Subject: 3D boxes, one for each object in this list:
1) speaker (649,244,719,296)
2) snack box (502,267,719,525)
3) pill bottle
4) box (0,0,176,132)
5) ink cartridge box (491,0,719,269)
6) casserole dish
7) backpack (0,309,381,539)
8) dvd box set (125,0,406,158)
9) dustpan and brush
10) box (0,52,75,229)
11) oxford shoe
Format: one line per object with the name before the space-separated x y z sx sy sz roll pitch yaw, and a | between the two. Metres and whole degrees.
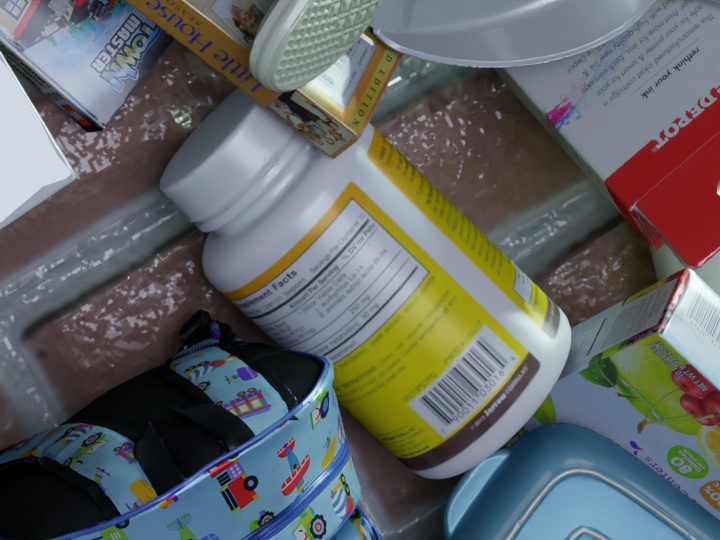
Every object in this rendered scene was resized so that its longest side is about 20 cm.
speaker | 0.184 -0.025 1.499 0.081 0.081 0.201 -15 96 -19
snack box | 0.177 0.101 1.465 0.200 0.142 0.053 42 50 -15
pill bottle | 0.000 0.000 1.417 0.200 0.109 0.109 44 77 -15
box | -0.106 -0.178 1.413 0.110 0.035 0.200 41 78 -15
ink cartridge box | 0.142 -0.096 1.410 0.116 0.067 0.200 -39 67 1
casserole dish | 0.129 0.162 1.423 0.200 0.039 0.121 37 87 -10
backpack | -0.077 0.113 1.344 0.182 0.200 0.135 -30 101 -17
dvd box set | -0.057 -0.165 1.364 0.200 0.029 0.147 36 53 -15
dustpan and brush | 0.114 -0.146 1.373 0.199 0.057 0.140 4 59 20
box | -0.221 -0.048 1.288 0.124 0.200 0.098 -34 102 -16
oxford shoe | -0.004 -0.167 1.335 0.058 0.075 0.201 24 70 14
